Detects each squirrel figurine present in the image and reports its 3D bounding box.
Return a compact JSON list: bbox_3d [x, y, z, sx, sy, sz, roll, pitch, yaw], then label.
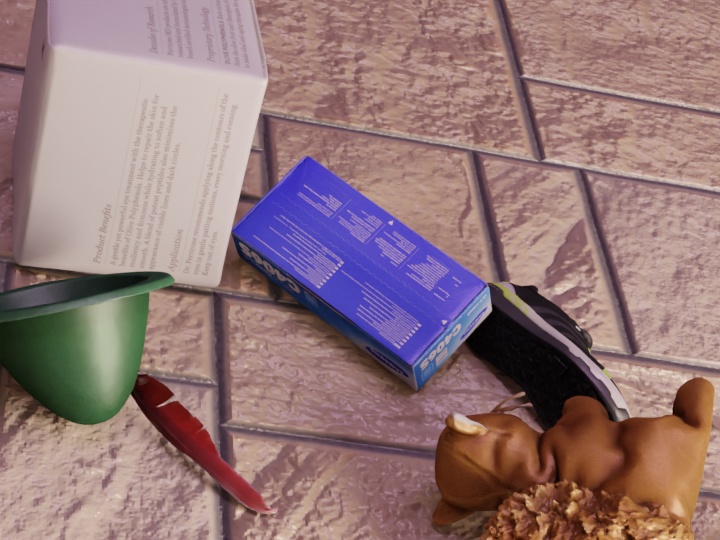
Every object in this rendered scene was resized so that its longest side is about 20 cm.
[{"bbox_3d":[0.139,0.159,1.391,0.185,0.143,0.200,13,32,5],"label":"squirrel figurine"}]

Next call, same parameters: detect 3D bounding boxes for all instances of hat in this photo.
[{"bbox_3d":[-0.195,0.101,1.425,0.165,0.178,0.199,-14,8,-34],"label":"hat"}]

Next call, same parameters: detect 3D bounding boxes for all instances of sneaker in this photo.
[{"bbox_3d":[0.164,0.066,1.579,0.082,0.072,0.200,-11,44,-36],"label":"sneaker"}]

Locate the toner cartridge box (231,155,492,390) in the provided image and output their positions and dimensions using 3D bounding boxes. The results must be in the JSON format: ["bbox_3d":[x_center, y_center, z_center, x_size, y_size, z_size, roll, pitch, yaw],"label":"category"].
[{"bbox_3d":[0.000,0.000,1.588,0.199,0.043,0.095,37,71,25],"label":"toner cartridge box"}]

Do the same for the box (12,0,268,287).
[{"bbox_3d":[-0.182,-0.128,1.582,0.170,0.200,0.201,6,34,-15],"label":"box"}]
